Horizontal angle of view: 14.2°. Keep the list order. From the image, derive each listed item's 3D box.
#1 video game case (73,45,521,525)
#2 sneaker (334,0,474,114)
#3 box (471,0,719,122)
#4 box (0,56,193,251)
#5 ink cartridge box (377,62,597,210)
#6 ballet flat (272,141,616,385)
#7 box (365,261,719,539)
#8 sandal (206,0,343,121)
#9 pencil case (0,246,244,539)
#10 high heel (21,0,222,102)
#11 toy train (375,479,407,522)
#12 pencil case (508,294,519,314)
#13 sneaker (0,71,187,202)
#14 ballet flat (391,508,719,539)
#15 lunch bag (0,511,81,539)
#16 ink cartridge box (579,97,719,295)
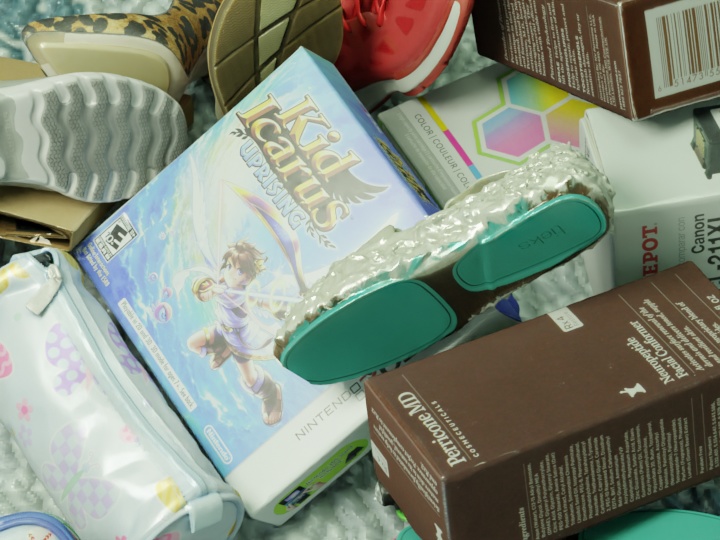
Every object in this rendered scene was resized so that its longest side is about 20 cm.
[{"bbox_3d":[-0.039,0.008,1.606,0.181,0.045,0.200,-40,67,10],"label":"video game case"},{"bbox_3d":[-0.013,-0.152,1.691,0.115,0.200,0.078,23,63,-16],"label":"sneaker"},{"bbox_3d":[0.145,-0.147,1.631,0.100,0.075,0.200,-16,22,-18],"label":"box"},{"bbox_3d":[-0.208,-0.075,1.722,0.163,0.021,0.200,12,28,14],"label":"box"},{"bbox_3d":[0.122,-0.080,1.721,0.200,0.059,0.104,-23,52,-12],"label":"ink cartridge box"},{"bbox_3d":[0.044,-0.006,1.523,0.200,0.072,0.072,-27,51,12],"label":"ballet flat"},{"bbox_3d":[0.114,0.076,1.516,0.200,0.075,0.100,-21,37,-15],"label":"box"},{"bbox_3d":[-0.054,-0.118,1.678,0.080,0.200,0.054,-19,58,-11],"label":"sandal"},{"bbox_3d":[-0.145,0.081,1.590,0.083,0.091,0.200,-4,51,-50],"label":"pencil case"},{"bbox_3d":[-0.141,-0.145,1.736,0.071,0.200,0.143,-50,47,23],"label":"high heel"},{"bbox_3d":[0.103,0.094,1.603,0.200,0.042,0.056,-12,42,-3],"label":"toy train"},{"bbox_3d":[0.000,0.000,1.659,0.200,0.078,0.087,32,84,25],"label":"pencil case"},{"bbox_3d":[-0.195,-0.084,1.637,0.200,0.075,0.082,1,14,-27],"label":"sneaker"},{"bbox_3d":[0.112,0.167,1.523,0.200,0.071,0.069,-3,38,7],"label":"ballet flat"},{"bbox_3d":[-0.201,0.221,1.475,0.200,0.076,0.160,-26,89,-6],"label":"lunch bag"},{"bbox_3d":[0.229,-0.031,1.617,0.200,0.146,0.083,-10,51,-1],"label":"ink cartridge box"}]
